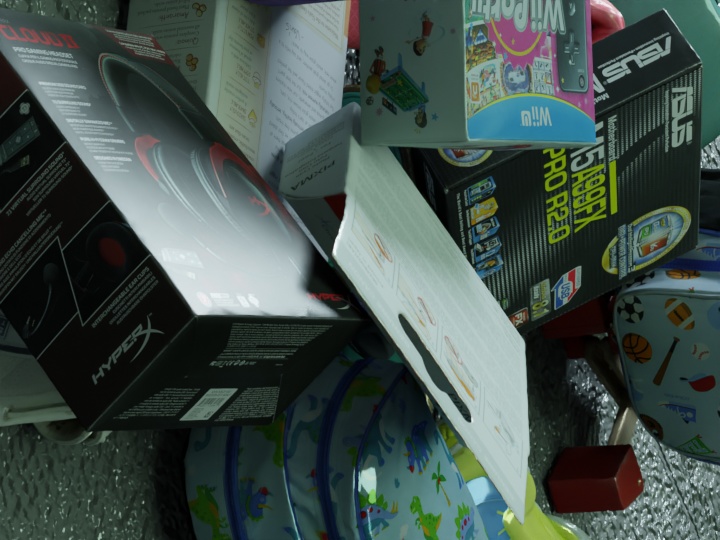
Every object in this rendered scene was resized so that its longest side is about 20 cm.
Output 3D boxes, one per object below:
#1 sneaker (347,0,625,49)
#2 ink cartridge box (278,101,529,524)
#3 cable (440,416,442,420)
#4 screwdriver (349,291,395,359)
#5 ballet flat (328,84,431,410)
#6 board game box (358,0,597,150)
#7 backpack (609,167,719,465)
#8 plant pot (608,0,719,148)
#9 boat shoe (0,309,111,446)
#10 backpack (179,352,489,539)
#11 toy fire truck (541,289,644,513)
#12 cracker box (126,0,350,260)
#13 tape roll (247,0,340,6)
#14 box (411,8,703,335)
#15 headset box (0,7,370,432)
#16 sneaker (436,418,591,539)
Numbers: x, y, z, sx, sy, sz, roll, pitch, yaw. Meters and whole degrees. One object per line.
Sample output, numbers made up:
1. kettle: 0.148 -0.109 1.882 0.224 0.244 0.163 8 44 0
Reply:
1. sneaker: 0.054 -0.149 1.512 0.199 0.087 0.074 5 98 -19
2. ink cartridge box: 0.020 0.024 1.311 0.160 0.047 0.200 55 16 -17
3. cable: 0.087 0.021 1.670 0.097 0.050 0.201 62 34 -40
4. screwdriver: -0.010 0.013 1.388 0.029 0.028 0.200 64 4 17
5. ballet flat: 0.000 0.000 1.516 0.065 0.070 0.201 -57 144 -88
6. board game box: 0.057 -0.160 1.368 0.147 0.064 0.201 -4 93 -60
7. backpack: 0.248 0.038 1.737 0.154 0.199 0.191 -59 143 -39
8. plant pot: 0.155 -0.147 1.668 0.201 0.160 0.201 42 36 -42
9. boat shoe: -0.126 0.043 1.260 0.200 0.071 0.070 -1 113 -66
10. backpack: -0.010 0.136 1.393 0.201 0.153 0.163 57 38 -10
11. toy fire truck: 0.164 0.053 1.816 0.200 0.049 0.142 -51 129 -55
12. cracker box: -0.064 -0.084 1.396 0.134 0.057 0.201 37 53 -56
13. tape roll: -0.025 -0.231 1.355 0.200 0.065 0.201 8 81 -61
14. box: 0.113 -0.044 1.561 0.044 0.160 0.200 60 -10 28
15. headset box: -0.109 -0.030 1.200 0.200 0.075 0.148 52 22 21
16. sneaker: 0.074 0.175 1.614 0.200 0.075 0.105 51 57 -41
